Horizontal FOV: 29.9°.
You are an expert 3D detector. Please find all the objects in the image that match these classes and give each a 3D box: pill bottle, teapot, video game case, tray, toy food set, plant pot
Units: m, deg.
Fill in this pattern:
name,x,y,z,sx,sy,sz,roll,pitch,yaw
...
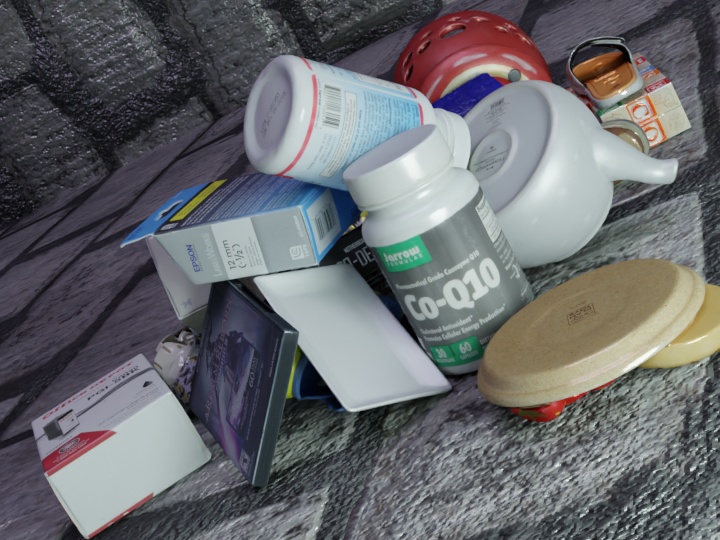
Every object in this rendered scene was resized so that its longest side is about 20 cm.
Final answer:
name,x,y,z,sx,sy,sz,roll,pitch,yaw
pill bottle,0.000,-0.127,1.259,0.199,0.110,0.109,11,-7,-31
teapot,0.172,-0.076,1.319,0.198,0.146,0.200,-55,33,5
pill bottle,0.071,-0.019,1.190,0.113,0.201,0.113,-27,16,8
video game case,-0.112,0.094,1.250,0.019,0.144,0.200,7,12,-26
tray,-0.012,0.062,1.215,0.107,0.022,0.200,-10,39,-27
toy food set,0.183,0.052,1.054,0.199,0.049,0.198,-31,15,-4
plant pot,0.143,-0.208,1.667,0.200,0.201,0.183,-27,18,8

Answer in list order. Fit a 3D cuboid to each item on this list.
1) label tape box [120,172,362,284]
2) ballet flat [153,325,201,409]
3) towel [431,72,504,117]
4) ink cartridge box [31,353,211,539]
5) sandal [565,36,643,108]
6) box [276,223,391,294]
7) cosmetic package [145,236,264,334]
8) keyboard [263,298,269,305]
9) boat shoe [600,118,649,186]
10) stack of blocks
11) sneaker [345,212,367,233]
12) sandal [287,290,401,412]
name,x,y,z,sx,sy,sz,roll,pitch,yaw
label tape box,-0.114,-0.045,1.326,0.199,0.066,0.143,-11,20,23
ballet flat,-0.196,0.104,1.498,0.072,0.072,0.200,-29,11,-1
towel,0.090,-0.144,1.492,0.199,0.050,0.148,-31,39,-8
ink cartridge box,-0.249,0.172,1.374,0.146,0.083,0.200,-33,16,-11
sandal,0.280,-0.240,1.559,0.079,0.059,0.207,-27,15,7
box,0.000,0.000,1.402,0.157,0.050,0.200,-30,-9,-2
cosmetic package,-0.157,0.017,1.496,0.073,0.104,0.200,-26,-17,3
keyboard,-0.120,0.065,1.413,0.201,0.039,0.104,-62,-6,-26
boat shoe,0.212,-0.106,1.459,0.199,0.076,0.072,-22,19,31
stack of blocks,0.302,-0.187,1.577,0.115,0.059,0.200,-27,16,9
sneaker,-0.013,-0.017,1.600,0.200,0.075,0.077,-33,19,28
sandal,-0.007,0.081,1.284,0.087,0.080,0.200,21,31,21
